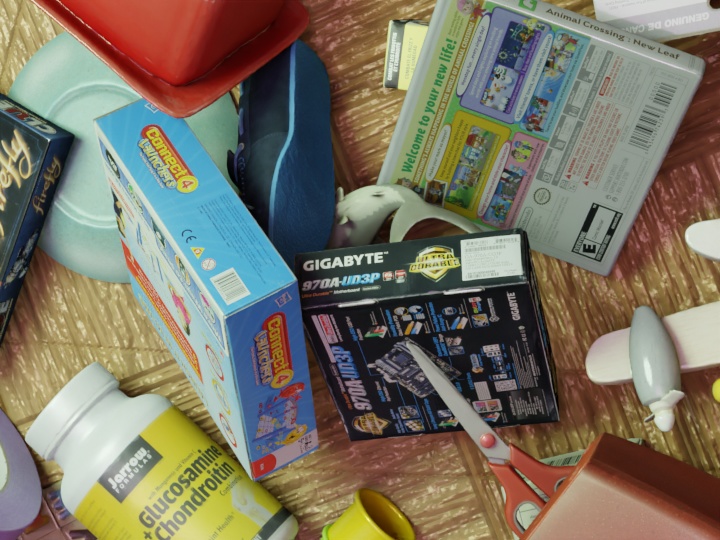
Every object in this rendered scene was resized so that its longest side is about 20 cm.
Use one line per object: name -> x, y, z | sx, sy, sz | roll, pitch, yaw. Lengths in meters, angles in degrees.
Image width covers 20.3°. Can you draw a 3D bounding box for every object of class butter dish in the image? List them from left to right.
butter dish -> -0.125, -0.236, 1.384 | 0.199, 0.200, 0.148 | 41, 130, 5

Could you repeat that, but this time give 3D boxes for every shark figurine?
shark figurine -> 0.011, -0.019, 1.451 | 0.089, 0.129, 0.214 | 22, 141, -30

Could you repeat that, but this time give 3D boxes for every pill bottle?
pill bottle -> -0.151, 0.165, 1.504 | 0.200, 0.112, 0.112 | 42, 105, 4

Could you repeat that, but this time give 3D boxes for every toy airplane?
toy airplane -> 0.282, 0.046, 1.370 | 0.199, 0.141, 0.201 | 35, 104, 7

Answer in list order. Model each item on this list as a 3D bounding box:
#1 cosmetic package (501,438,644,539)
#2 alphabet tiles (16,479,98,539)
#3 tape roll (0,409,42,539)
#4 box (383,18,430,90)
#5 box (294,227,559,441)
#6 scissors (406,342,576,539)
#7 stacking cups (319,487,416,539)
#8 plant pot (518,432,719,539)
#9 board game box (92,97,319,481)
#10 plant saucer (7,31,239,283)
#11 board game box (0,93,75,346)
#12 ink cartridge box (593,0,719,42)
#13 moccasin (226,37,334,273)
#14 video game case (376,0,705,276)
cosmetic package -> 0.178, 0.233, 1.455 | 0.103, 0.073, 0.201 | -13, 95, 14
alphabet tiles -> -0.241, 0.262, 1.592 | 0.199, 0.006, 0.167 | -28, 91, 15
tape roll -> -0.334, 0.136, 1.497 | 0.200, 0.200, 0.066 | 46, 105, 4
box -> 0.121, -0.142, 1.417 | 0.199, 0.075, 0.050 | 9, 99, 13
box -> 0.051, 0.050, 1.398 | 0.158, 0.200, 0.046 | -7, 57, 9
scissors -> 0.090, 0.129, 1.382 | 0.200, 0.014, 0.073 | 35, 102, -18
stacking cups -> -0.044, 0.253, 1.516 | 0.060, 0.060, 0.200 | 43, 104, 4
plant pot -> 0.183, 0.218, 1.318 | 0.176, 0.200, 0.200 | 38, 100, 7
board game box -> -0.105, 0.012, 1.395 | 0.056, 0.196, 0.200 | -26, 55, -15
plant saucer -> -0.188, -0.088, 1.515 | 0.200, 0.039, 0.202 | 2, 98, 14
board game box -> -0.308, -0.041, 1.529 | 0.135, 0.035, 0.201 | 29, 110, 20
ink cartridge box -> 0.246, -0.254, 1.367 | 0.199, 0.084, 0.177 | -9, 97, 15
moccasin -> -0.060, -0.071, 1.440 | 0.068, 0.201, 0.080 | -18, 137, 28
video game case -> 0.119, -0.097, 1.385 | 0.181, 0.022, 0.201 | 20, 136, 1
